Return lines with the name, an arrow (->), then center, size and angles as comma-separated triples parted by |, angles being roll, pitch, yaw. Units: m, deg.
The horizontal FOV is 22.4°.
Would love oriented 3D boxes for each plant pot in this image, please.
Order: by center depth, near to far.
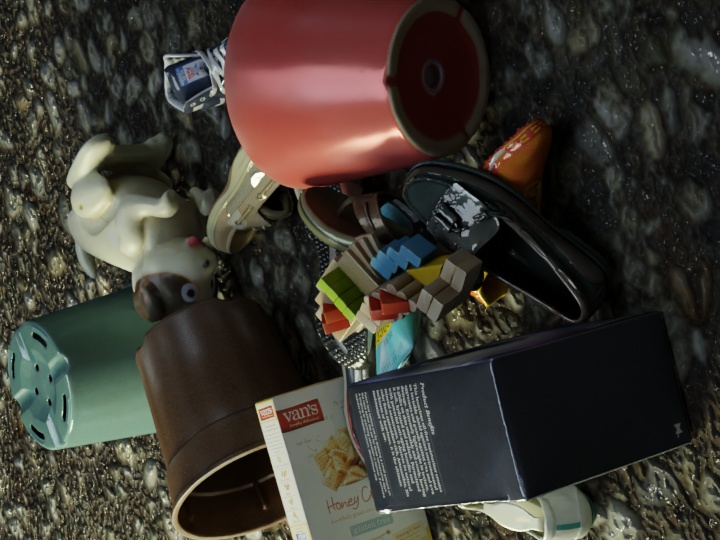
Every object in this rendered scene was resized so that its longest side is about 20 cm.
plant pot -> 0.005, -0.172, 1.634 | 0.177, 0.200, 0.201 | 4, 104, 43
plant pot -> -0.137, 0.147, 1.917 | 0.200, 0.200, 0.199 | -57, 49, 44
plant pot -> -0.284, 0.110, 2.084 | 0.200, 0.196, 0.201 | 19, 115, 49

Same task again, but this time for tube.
tube -> 0.037, 0.022, 1.667 | 0.078, 0.050, 0.200 | 113, 166, -45

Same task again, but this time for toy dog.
toy dog -> -0.237, -0.030, 2.006 | 0.194, 0.139, 0.200 | -50, 65, 20

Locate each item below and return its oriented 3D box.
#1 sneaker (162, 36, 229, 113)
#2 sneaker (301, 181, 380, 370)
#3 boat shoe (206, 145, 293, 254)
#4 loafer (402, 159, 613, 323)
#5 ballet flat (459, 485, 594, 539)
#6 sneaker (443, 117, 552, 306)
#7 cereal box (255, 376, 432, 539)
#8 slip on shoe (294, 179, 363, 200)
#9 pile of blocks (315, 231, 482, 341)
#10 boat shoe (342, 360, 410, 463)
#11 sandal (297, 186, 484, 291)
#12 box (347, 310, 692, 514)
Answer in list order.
sneaker -> -0.128, -0.217, 1.848 | 0.200, 0.108, 0.070 | -35, 74, 52
sneaker -> 0.000, 0.000, 1.742 | 0.074, 0.080, 0.201 | -24, 63, 38
boat shoe -> -0.107, -0.071, 1.900 | 0.065, 0.072, 0.200 | 41, 142, 10
loafer -> 0.121, -0.025, 1.541 | 0.200, 0.063, 0.072 | 30, 129, 3
ballet flat -> 0.127, 0.203, 1.679 | 0.200, 0.069, 0.070 | 18, 115, 49
sneaker -> 0.135, -0.053, 1.600 | 0.077, 0.073, 0.200 | 40, 139, 21
cereal box -> -0.013, 0.207, 1.800 | 0.039, 0.144, 0.201 | -20, 85, 53
slip on shoe -> -0.038, -0.141, 1.800 | 0.061, 0.074, 0.201 | -104, 6, -73
pile of blocks -> 0.014, 0.014, 1.560 | 0.200, 0.062, 0.082 | -17, 104, 49
boat shoe -> 0.023, 0.111, 1.789 | 0.063, 0.071, 0.201 | -21, 80, 50
sandal -> 0.032, -0.038, 1.624 | 0.201, 0.080, 0.058 | 25, 117, 33
box -> 0.133, 0.119, 1.534 | 0.198, 0.200, 0.124 | -14, 89, 52
